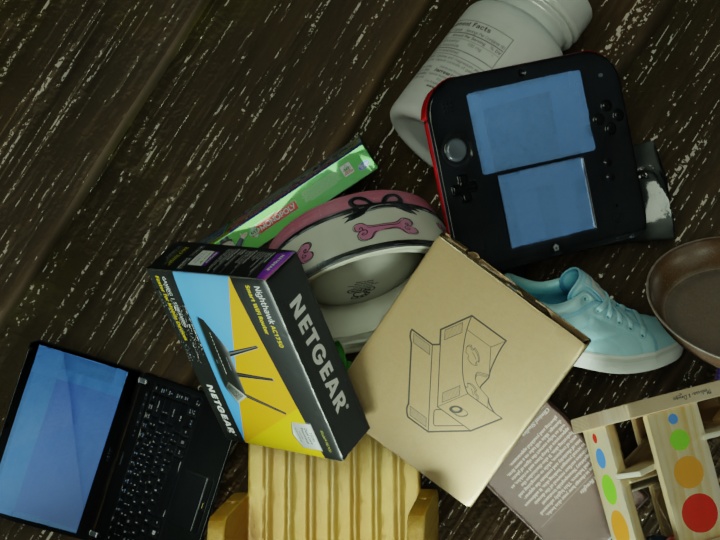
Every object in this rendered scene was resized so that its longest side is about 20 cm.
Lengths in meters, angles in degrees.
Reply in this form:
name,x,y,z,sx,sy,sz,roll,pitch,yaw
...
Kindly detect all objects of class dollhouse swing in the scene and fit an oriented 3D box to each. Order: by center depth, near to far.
name,x,y,z,sx,sy,sz,roll,pitch,yaw
dollhouse swing,-0.033,0.195,1.544,0.199,0.182,0.177,-1,94,9

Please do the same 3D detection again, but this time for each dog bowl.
name,x,y,z,sx,sy,sz,roll,pitch,yaw
dog bowl,0.000,0.000,1.546,0.199,0.200,0.074,-21,63,5

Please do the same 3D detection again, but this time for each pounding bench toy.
name,x,y,z,sx,sy,sz,roll,pitch,yaw
pounding bench toy,0.314,0.177,1.460,0.199,0.124,0.157,-13,83,-17

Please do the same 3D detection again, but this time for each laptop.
name,x,y,z,sx,sy,sz,roll,pitch,yaw
laptop,-0.240,0.181,1.594,0.199,0.103,0.178,16,86,32

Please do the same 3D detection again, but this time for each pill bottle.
name,x,y,z,sx,sy,sz,roll,pitch,yaw
pill bottle,0.128,-0.190,1.574,0.114,0.114,0.200,35,76,10

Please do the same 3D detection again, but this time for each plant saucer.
name,x,y,z,sx,sy,sz,roll,pitch,yaw
plant saucer,0.349,0.036,1.463,0.199,0.200,0.032,7,124,9

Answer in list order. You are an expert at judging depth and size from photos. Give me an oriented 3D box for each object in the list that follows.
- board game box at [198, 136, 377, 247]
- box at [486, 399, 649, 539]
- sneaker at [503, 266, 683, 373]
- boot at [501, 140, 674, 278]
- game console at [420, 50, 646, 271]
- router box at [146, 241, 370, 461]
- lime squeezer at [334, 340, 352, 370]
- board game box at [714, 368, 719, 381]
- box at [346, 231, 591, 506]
name,x,y,z,sx,sy,sz,roll,pitch,yaw
board game box,-0.075,-0.059,1.586,0.200,0.135,0.029,-33,97,3
box,0.162,0.173,1.548,0.200,0.075,0.100,45,91,6
sneaker,0.212,0.041,1.530,0.199,0.074,0.082,4,119,-16
boot,0.202,-0.025,1.583,0.199,0.066,0.166,-10,84,3
game console,0.158,-0.098,1.502,0.199,0.031,0.178,-13,90,-20
router box,-0.091,0.070,1.488,0.149,0.201,0.051,4,38,40
lime squeezer,0.008,0.083,1.571,0.071,0.199,0.038,-45,36,28
board game box,0.410,0.059,1.548,0.134,0.045,0.201,14,85,10
box,0.086,0.090,1.483,0.163,0.021,0.200,36,114,6
